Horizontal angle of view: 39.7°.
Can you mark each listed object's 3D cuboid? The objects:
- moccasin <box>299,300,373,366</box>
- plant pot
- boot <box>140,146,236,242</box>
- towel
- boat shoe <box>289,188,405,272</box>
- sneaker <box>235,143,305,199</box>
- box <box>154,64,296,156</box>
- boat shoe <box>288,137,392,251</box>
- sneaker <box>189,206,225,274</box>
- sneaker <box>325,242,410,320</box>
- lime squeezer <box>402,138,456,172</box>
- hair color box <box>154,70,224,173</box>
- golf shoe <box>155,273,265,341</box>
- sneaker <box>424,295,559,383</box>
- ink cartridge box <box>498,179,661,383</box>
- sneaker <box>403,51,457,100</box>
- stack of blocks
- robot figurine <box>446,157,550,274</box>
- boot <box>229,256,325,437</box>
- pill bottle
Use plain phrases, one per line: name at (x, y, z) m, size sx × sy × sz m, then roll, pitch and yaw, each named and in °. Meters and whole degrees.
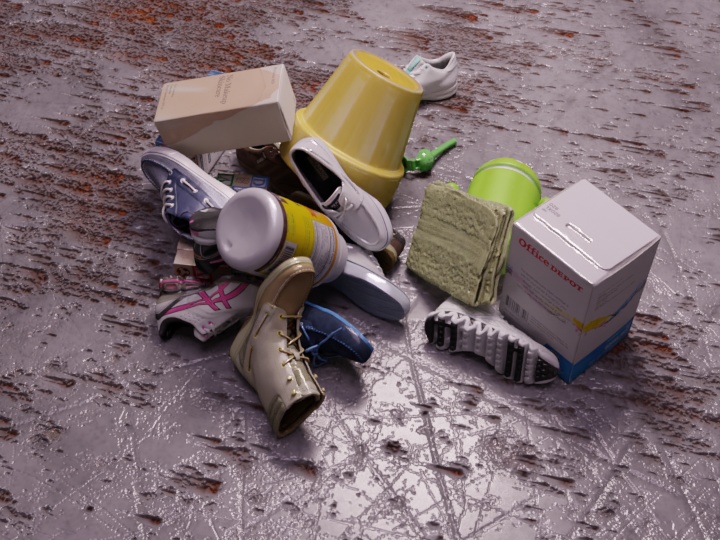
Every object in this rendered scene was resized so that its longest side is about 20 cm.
moccasin at (-0.068, 0.092, 1.386) m, size 0.198 × 0.081 × 0.068 m, roll 21°, pitch 62°, yaw 39°
plant pot at (-0.002, -0.226, 1.541) m, size 0.198 × 0.191 × 0.202 m, roll 24°, pitch 23°, yaw -11°
boot at (-0.271, -0.111, 1.475) m, size 0.198 × 0.074 × 0.090 m, roll 28°, pitch 47°, yaw 22°
towel at (0.142, -0.040, 1.434) m, size 0.036 × 0.151 × 0.199 m, roll 10°, pitch 10°, yaw -36°
boat shoe at (-0.020, -0.068, 1.533) m, size 0.198 × 0.074 × 0.065 m, roll 34°, pitch 49°, yaw 14°
sneaker at (-0.127, -0.175, 1.618) m, size 0.197 × 0.076 × 0.071 m, roll 27°, pitch 52°, yaw 22°
box at (-0.201, -0.240, 1.506) m, size 0.195 × 0.078 × 0.096 m, roll -8°, pitch 48°, yaw 11°
boat shoe at (-0.034, -0.103, 1.442) m, size 0.200 × 0.074 × 0.065 m, roll 46°, pitch 24°, yaw -1°
sneaker at (-0.170, -0.053, 1.426) m, size 0.080 × 0.088 × 0.198 m, roll 30°, pitch 33°, yaw 34°
sneaker at (0.000, 0.000, 1.463) m, size 0.198 × 0.074 × 0.071 m, roll 31°, pitch 56°, yaw 24°
lime squeezer at (0.078, -0.191, 1.666) m, size 0.196 × 0.038 × 0.071 m, roll -12°, pitch 48°, yaw -11°
hair color box at (-0.263, -0.230, 1.647) m, size 0.059 × 0.101 × 0.202 m, roll 15°, pitch 48°, yaw 13°
golf shoe at (-0.196, 0.056, 1.395) m, size 0.196 × 0.073 × 0.094 m, roll -3°, pitch 72°, yaw 22°
sneaker at (0.190, 0.090, 1.392) m, size 0.197 × 0.076 × 0.081 m, roll 24°, pitch 42°, yaw 19°
ink cartridge box at (0.295, 0.014, 1.373) m, size 0.143 × 0.202 × 0.147 m, roll -31°, pitch 55°, yaw -27°
sneaker at (0.087, -0.335, 1.763) m, size 0.197 × 0.089 × 0.075 m, roll -25°, pitch 54°, yaw -23°
stack of blocks at (-0.207, -0.059, 1.520) m, size 0.112 × 0.059 × 0.203 m, roll 5°, pitch 48°, yaw 3°
robot figurine at (0.212, -0.089, 1.521) m, size 0.172 × 0.117 × 0.202 m, roll 8°, pitch 46°, yaw 18°
boot at (-0.090, 0.099, 1.298) m, size 0.071 × 0.202 × 0.156 m, roll 4°, pitch 39°, yaw -41°
pill bottle at (-0.100, -0.038, 1.361) m, size 0.107 × 0.199 × 0.112 m, roll -7°, pitch 76°, yaw 30°
